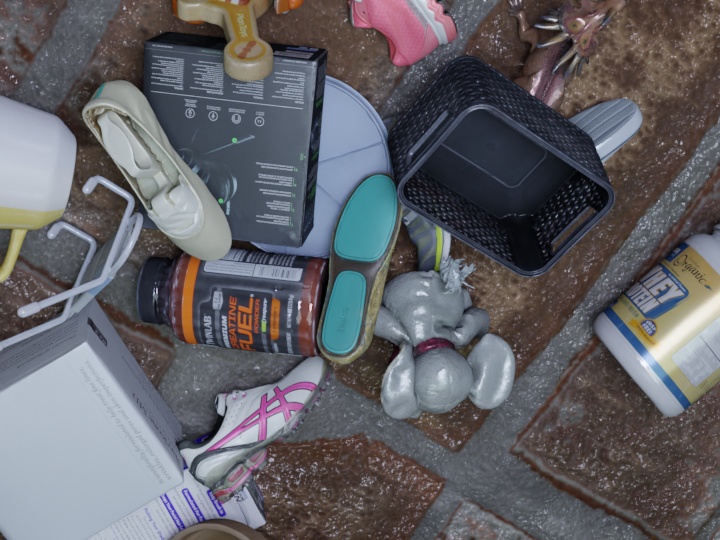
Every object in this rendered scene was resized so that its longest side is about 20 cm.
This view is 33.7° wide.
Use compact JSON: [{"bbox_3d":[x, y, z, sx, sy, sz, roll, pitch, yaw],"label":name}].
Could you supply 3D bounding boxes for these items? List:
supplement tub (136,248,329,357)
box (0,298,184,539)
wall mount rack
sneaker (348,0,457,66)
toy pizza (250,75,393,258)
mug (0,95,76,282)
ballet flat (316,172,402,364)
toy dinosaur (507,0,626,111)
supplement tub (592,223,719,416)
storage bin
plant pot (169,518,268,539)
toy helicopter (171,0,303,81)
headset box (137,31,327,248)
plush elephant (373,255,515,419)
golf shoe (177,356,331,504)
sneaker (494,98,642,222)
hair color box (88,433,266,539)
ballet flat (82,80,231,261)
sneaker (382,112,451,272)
[{"bbox_3d":[-0.133,0.030,1.261,0.197,0.107,0.108,5,111,8],"label":"supplement tub"},{"bbox_3d":[-0.321,0.173,1.282,0.198,0.131,0.200,-29,113,2],"label":"box"},{"bbox_3d":[-0.294,0.007,1.183,0.074,0.175,0.200,29,145,-19],"label":"wall mount rack"},{"bbox_3d":[0.013,-0.289,1.196,0.086,0.074,0.200,-38,112,7],"label":"sneaker"},{"bbox_3d":[-0.061,-0.110,1.261,0.197,0.032,0.203,2,106,5],"label":"toy pizza"},{"bbox_3d":[-0.370,-0.096,1.182,0.151,0.151,0.187,10,141,-22],"label":"mug"},{"bbox_3d":[0.000,0.000,1.229,0.070,0.071,0.203,17,78,-16],"label":"ballet flat"},{"bbox_3d":[0.193,-0.202,1.226,0.085,0.136,0.202,10,109,-13],"label":"toy dinosaur"},{"bbox_3d":[0.380,0.052,1.350,0.200,0.145,0.145,-41,112,7],"label":"supplement tub"},{"bbox_3d":[0.139,-0.101,1.189,0.199,0.094,0.135,28,121,-27],"label":"storage bin"},{"bbox_3d":[-0.131,0.371,1.330,0.199,0.092,0.204,4,97,31],"label":"plant pot"},{"bbox_3d":[-0.107,-0.244,1.129,0.130,0.201,0.080,-4,135,-13],"label":"toy helicopter"},{"bbox_3d":[-0.128,-0.126,1.197,0.171,0.093,0.203,6,107,4],"label":"headset box"},{"bbox_3d":[0.073,0.088,1.266,0.162,0.200,0.157,6,71,-17],"label":"plush elephant"},{"bbox_3d":[-0.113,0.157,1.317,0.092,0.073,0.200,45,64,-1],"label":"golf shoe"},{"bbox_3d":[0.231,-0.108,1.312,0.199,0.073,0.071,-37,128,12],"label":"sneaker"},{"bbox_3d":[-0.220,0.277,1.376,0.198,0.065,0.110,-24,112,2],"label":"hair color box"},{"bbox_3d":[-0.196,-0.087,1.133,0.069,0.070,0.201,-34,100,4],"label":"ballet flat"},{"bbox_3d":[0.056,-0.080,1.292,0.080,0.074,0.203,-5,106,3],"label":"sneaker"}]
